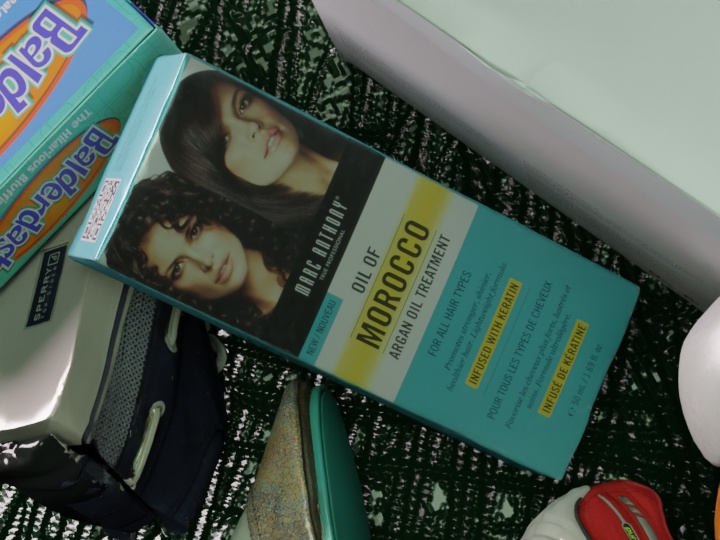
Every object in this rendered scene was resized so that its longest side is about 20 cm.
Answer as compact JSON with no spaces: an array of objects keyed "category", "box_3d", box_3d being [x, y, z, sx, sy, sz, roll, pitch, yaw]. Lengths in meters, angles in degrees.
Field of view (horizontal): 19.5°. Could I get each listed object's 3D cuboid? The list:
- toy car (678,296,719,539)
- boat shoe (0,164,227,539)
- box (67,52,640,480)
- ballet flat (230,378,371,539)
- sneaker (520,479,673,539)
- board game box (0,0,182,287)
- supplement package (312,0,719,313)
[{"category":"toy car","box_3d":[0.202,0.053,0.728,0.175,0.150,0.200,45,68,4]},{"category":"boat shoe","box_3d":[-0.090,0.011,0.824,0.074,0.093,0.202,-11,51,35]},{"category":"box","box_3d":[0.000,0.000,0.773,0.199,0.049,0.083,26,85,-19]},{"category":"ballet flat","box_3d":[-0.020,0.144,0.791,0.067,0.068,0.202,-17,78,11]},{"category":"sneaker","box_3d":[0.136,0.162,0.766,0.085,0.077,0.201,-35,91,-39]},{"category":"board game box","box_3d":[-0.178,-0.086,0.826,0.152,0.045,0.200,-45,58,-1]},{"category":"supplement package","box_3d":[0.095,-0.106,0.747,0.190,0.200,0.148,35,87,10]}]
